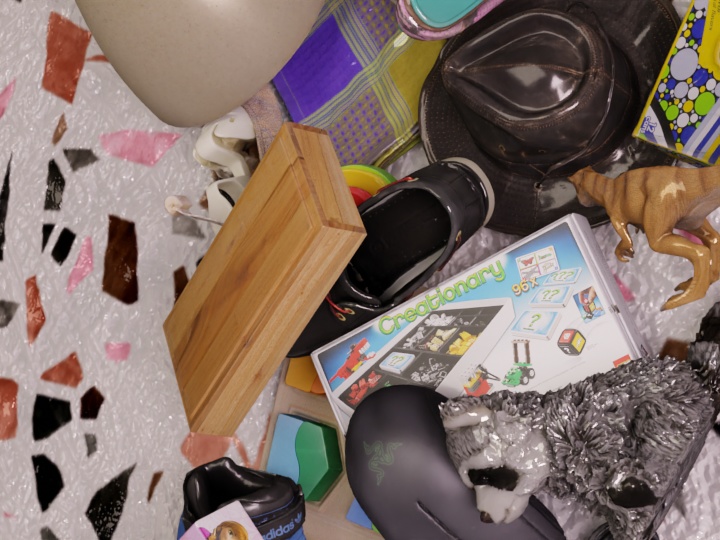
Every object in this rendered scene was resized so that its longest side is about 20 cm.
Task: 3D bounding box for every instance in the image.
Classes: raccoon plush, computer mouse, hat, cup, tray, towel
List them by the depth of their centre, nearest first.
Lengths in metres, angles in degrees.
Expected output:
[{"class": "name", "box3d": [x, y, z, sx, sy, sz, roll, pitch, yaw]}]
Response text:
[{"class": "raccoon plush", "box3d": [0.136, 0.068, 0.939, 0.134, 0.097, 0.200, 29, 61, 19]}, {"class": "computer mouse", "box3d": [0.067, 0.150, 0.981, 0.200, 0.053, 0.139, 42, 109, 11]}, {"class": "hat", "box3d": [0.108, -0.116, 1.045, 0.200, 0.081, 0.201, -9, 74, 32]}, {"class": "tray", "box3d": [-0.070, 0.008, 1.086, 0.200, 0.037, 0.099, -57, 38, 35]}, {"class": "towel", "box3d": [-0.005, -0.155, 1.202, 0.144, 0.023, 0.200, -40, 56, 26]}, {"class": "cup", "box3d": [-0.139, -0.228, 1.220, 0.200, 0.143, 0.200, -27, 45, 31]}]

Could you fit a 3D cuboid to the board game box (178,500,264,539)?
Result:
[{"class": "board game box", "box3d": [-0.083, 0.281, 1.055, 0.200, 0.041, 0.200, 54, 133, 14]}]

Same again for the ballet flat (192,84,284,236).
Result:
[{"class": "ballet flat", "box3d": [-0.088, -0.070, 1.216, 0.068, 0.067, 0.200, -36, 57, 35]}]

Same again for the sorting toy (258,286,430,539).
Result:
[{"class": "sorting toy", "box3d": [0.004, 0.103, 1.113, 0.185, 0.036, 0.200, 14, 87, 42]}]

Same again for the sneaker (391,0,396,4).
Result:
[{"class": "sneaker", "box3d": [0.070, -0.261, 1.122, 0.202, 0.077, 0.146, -27, 54, 37]}]

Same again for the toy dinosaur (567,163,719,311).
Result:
[{"class": "toy dinosaur", "box3d": [0.180, -0.038, 0.921, 0.200, 0.060, 0.106, -12, 101, 57]}]

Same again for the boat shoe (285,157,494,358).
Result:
[{"class": "boat shoe", "box3d": [-0.002, -0.002, 1.066, 0.201, 0.063, 0.074, -37, 87, 33]}]

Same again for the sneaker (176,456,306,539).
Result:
[{"class": "sneaker", "box3d": [-0.052, 0.200, 1.077, 0.200, 0.077, 0.111, 36, 137, 39]}]

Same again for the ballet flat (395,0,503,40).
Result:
[{"class": "ballet flat", "box3d": [0.102, -0.218, 1.079, 0.200, 0.069, 0.071, -37, 10, -7]}]

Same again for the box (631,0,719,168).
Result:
[{"class": "box", "box3d": [0.241, -0.153, 0.965, 0.070, 0.064, 0.200, 27, 96, 41]}]

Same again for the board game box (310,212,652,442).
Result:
[{"class": "board game box", "box3d": [0.078, 0.066, 1.025, 0.200, 0.035, 0.126, -29, 75, 21]}]

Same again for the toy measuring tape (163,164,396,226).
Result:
[{"class": "toy measuring tape", "box3d": [-0.036, -0.049, 1.139, 0.200, 0.074, 0.074, 15, 87, 14]}]
